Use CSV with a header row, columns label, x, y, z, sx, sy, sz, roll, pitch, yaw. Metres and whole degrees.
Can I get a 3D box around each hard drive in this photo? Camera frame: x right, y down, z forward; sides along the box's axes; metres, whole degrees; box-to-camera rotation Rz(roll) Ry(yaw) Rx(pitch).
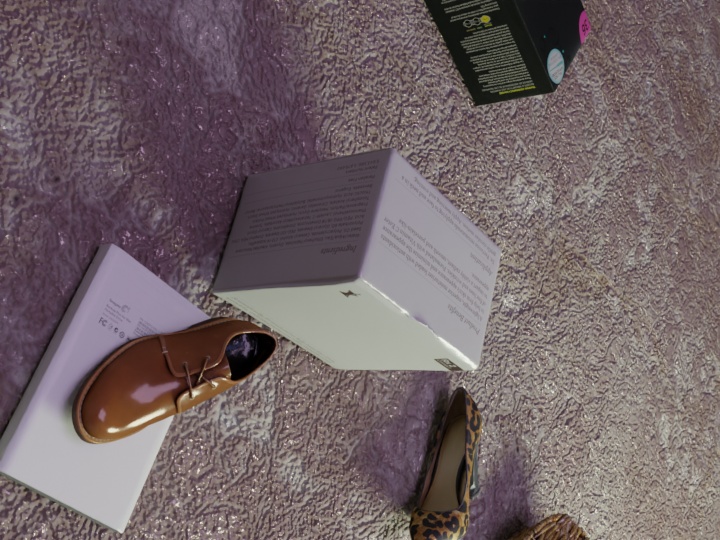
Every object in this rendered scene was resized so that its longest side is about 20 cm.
label,x,y,z,sx,sy,sz,roll,pitch,yaw
hard drive,-0.211,0.099,0.785,0.132,0.026,0.203,43,58,-39

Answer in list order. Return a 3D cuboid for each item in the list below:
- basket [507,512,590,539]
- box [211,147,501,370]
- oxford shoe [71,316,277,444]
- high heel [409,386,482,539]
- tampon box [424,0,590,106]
label,x,y,z,sx,sy,sz,roll,pitch,yaw
basket,0.220,0.436,1.234,0.143,0.149,0.200,45,48,5
box,0.000,0.000,0.902,0.198,0.197,0.133,37,60,-41
oxford shoe,-0.151,0.086,0.784,0.199,0.070,0.073,-28,110,-44
high heel,0.095,0.231,1.087,0.200,0.070,0.146,-31,118,-62
tampon box,0.187,-0.342,1.187,0.201,0.125,0.151,57,51,-30
